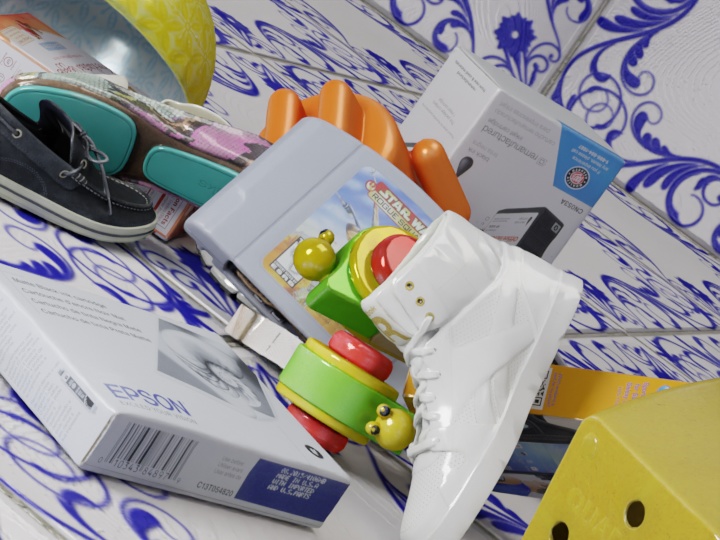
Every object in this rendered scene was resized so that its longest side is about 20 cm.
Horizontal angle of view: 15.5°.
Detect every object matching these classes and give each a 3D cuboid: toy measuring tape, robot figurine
[{"bbox_3d":[-0.036,0.057,1.610,0.074,0.074,0.200,24,6,-44],"label":"toy measuring tape"},{"bbox_3d":[-0.009,-0.046,1.891,0.117,0.144,0.200,43,-15,41],"label":"robot figurine"},{"bbox_3d":[0.047,0.025,1.657,0.200,0.074,0.074,28,12,-18],"label":"toy measuring tape"}]

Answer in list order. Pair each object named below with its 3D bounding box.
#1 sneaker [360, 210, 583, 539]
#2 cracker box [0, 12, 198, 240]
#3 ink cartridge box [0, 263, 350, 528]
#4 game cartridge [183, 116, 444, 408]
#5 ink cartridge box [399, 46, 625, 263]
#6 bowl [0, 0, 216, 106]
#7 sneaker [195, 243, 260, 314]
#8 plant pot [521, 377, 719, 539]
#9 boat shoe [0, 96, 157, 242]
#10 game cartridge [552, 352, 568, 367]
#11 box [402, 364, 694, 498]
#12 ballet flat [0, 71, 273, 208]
[{"bbox_3d":[0.039,0.063,1.525,0.115,0.200,0.074,30,-25,-11],"label":"sneaker"},{"bbox_3d":[-0.188,-0.105,1.875,0.200,0.058,0.134,35,11,3],"label":"cracker box"},{"bbox_3d":[-0.126,0.051,1.424,0.199,0.041,0.200,21,17,-51],"label":"ink cartridge box"},{"bbox_3d":[0.000,0.000,1.711,0.200,0.133,0.042,45,-20,4],"label":"game cartridge"},{"bbox_3d":[0.084,-0.049,2.059,0.145,0.200,0.084,27,15,-36],"label":"ink cartridge box"},{"bbox_3d":[-0.177,-0.203,1.959,0.200,0.108,0.200,31,-23,14],"label":"bowl"},{"bbox_3d":[-0.028,0.002,1.793,0.200,0.090,0.078,40,12,29],"label":"sneaker"},{"bbox_3d":[0.195,0.178,1.469,0.176,0.200,0.200,10,24,-37],"label":"plant pot"},{"bbox_3d":[-0.197,-0.071,1.690,0.200,0.062,0.075,27,10,-44],"label":"boat shoe"},{"bbox_3d":[0.129,0.082,1.859,0.200,0.038,0.130,54,-8,-14],"label":"game cartridge"},{"bbox_3d":[0.134,0.103,1.616,0.200,0.042,0.119,8,-29,20],"label":"box"},{"bbox_3d":[-0.145,-0.093,1.773,0.200,0.069,0.071,20,40,-11],"label":"ballet flat"}]
